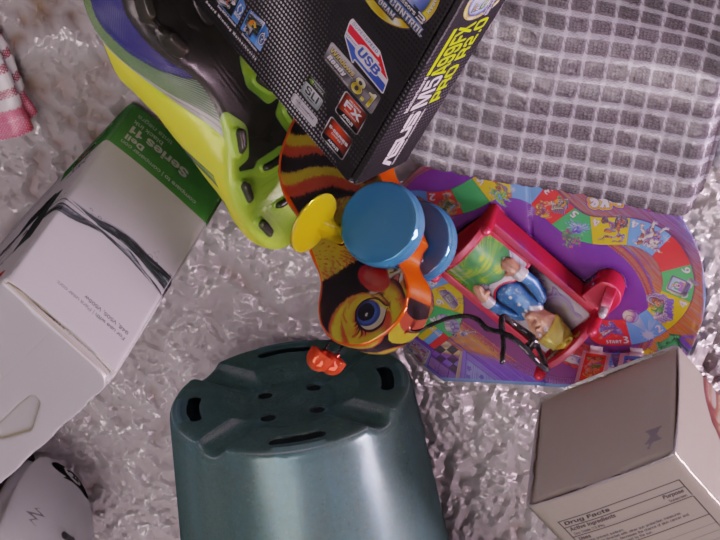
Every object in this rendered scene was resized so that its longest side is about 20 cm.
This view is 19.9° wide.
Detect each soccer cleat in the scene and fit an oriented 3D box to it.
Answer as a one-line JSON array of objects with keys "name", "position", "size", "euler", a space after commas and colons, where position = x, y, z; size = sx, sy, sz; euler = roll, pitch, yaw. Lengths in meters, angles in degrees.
[{"name": "soccer cleat", "position": [-0.092, -0.099, 1.188], "size": [0.084, 0.065, 0.201], "euler": [6, 135, 50]}]

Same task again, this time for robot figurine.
[{"name": "robot figurine", "position": [-0.277, 0.165, 1.372], "size": [0.199, 0.150, 0.125], "euler": [16, 104, 7]}]

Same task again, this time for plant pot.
[{"name": "plant pot", "position": [-0.030, 0.160, 1.260], "size": [0.199, 0.200, 0.197], "euler": [-1, 114, 18]}]

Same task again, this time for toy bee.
[{"name": "toy bee", "position": [0.000, 0.000, 1.137], "size": [0.109, 0.200, 0.131], "euler": [-39, 136, 12]}]

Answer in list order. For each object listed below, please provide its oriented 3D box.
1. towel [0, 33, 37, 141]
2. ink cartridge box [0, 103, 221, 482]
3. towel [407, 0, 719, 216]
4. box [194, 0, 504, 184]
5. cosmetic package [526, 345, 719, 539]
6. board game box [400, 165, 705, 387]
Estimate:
[{"name": "towel", "position": [-0.294, -0.153, 1.222], "size": [0.146, 0.030, 0.201], "euler": [-12, 118, 23]}, {"name": "ink cartridge box", "position": [-0.176, 0.015, 1.191], "size": [0.083, 0.200, 0.147], "euler": [41, 124, -12]}, {"name": "towel", "position": [0.109, -0.123, 1.083], "size": [0.199, 0.086, 0.166], "euler": [13, 126, 8]}, {"name": "box", "position": [-0.021, -0.170, 1.051], "size": [0.200, 0.044, 0.160], "euler": [50, 138, 16]}, {"name": "cosmetic package", "position": [0.195, 0.149, 1.211], "size": [0.103, 0.087, 0.200], "euler": [-22, 127, 29]}, {"name": "board game box", "position": [0.100, 0.014, 1.203], "size": [0.199, 0.039, 0.159], "euler": [2, 123, 15]}]
